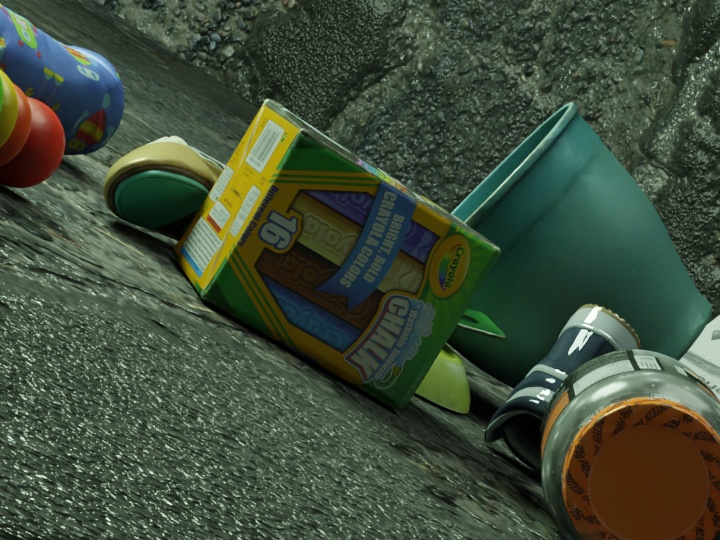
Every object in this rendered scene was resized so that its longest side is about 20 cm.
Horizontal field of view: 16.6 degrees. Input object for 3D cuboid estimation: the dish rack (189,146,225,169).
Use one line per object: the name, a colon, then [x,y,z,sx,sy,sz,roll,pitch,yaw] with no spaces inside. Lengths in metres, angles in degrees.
dish rack: [-0.045,-0.018,1.937,0.200,0.044,0.172,28,6,-42]

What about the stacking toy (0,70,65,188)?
stacking toy: [-0.230,-0.092,1.395,0.085,0.086,0.200,35,-2,27]

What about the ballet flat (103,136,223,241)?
ballet flat: [-0.122,-0.055,1.661,0.200,0.068,0.063,38,31,-63]

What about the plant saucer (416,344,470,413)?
plant saucer: [0.001,0.036,1.771,0.200,0.031,0.200,32,4,-3]

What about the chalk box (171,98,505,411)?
chalk box: [0.000,0.000,1.588,0.200,0.124,0.125,32,4,-18]

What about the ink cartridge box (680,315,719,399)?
ink cartridge box: [0.302,0.124,1.966,0.146,0.084,0.200,32,35,21]

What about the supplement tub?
supplement tub: [0.169,0.116,1.493,0.122,0.123,0.200,32,5,1]

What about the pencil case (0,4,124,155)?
pencil case: [-0.241,-0.139,1.685,0.200,0.078,0.087,25,38,-60]

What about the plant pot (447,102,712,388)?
plant pot: [0.152,0.012,1.846,0.188,0.200,0.200,45,4,-3]

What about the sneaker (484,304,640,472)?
sneaker: [0.135,0.111,1.721,0.070,0.109,0.200,31,-26,13]
